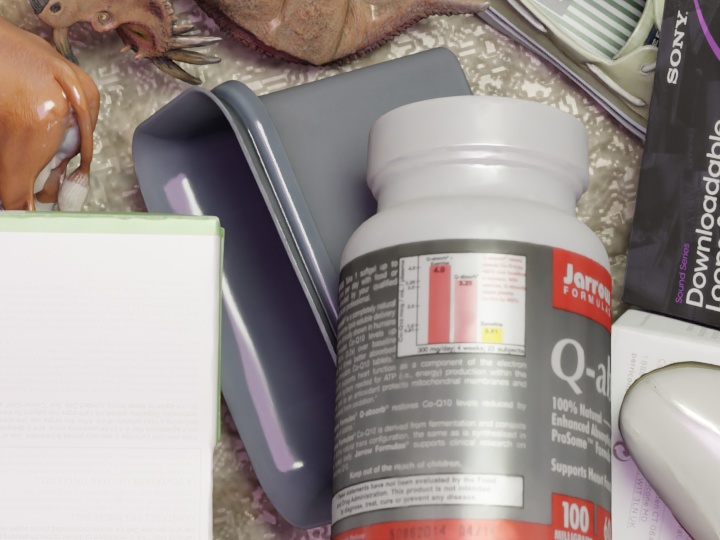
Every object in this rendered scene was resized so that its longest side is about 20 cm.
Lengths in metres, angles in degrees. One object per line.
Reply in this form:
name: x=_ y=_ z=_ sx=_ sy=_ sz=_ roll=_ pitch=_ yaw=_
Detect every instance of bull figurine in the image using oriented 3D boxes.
bull figurine: x=-0.190 y=-0.087 z=1.213 sx=0.065 sy=0.200 sz=0.122 roll=-18 pitch=130 yaw=-36

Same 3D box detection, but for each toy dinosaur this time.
toy dinosaur: x=-0.046 y=-0.133 z=1.233 sx=0.199 sy=0.086 sz=0.136 roll=22 pitch=93 yaw=-8

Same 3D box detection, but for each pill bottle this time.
pill bottle: x=0.047 y=0.038 z=1.085 sx=0.115 sy=0.116 sz=0.202 roll=1 pitch=74 yaw=1

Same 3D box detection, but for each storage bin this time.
storage bin: x=0.000 y=0.000 z=1.212 sx=0.134 sy=0.145 sz=0.201 roll=-21 pitch=88 yaw=-27

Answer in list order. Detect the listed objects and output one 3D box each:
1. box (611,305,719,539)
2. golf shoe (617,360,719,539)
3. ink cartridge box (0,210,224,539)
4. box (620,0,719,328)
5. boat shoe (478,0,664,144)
box: x=0.203 y=0.087 z=1.161 sx=0.198 sy=0.152 sz=0.107 roll=11 pitch=95 yaw=10
golf shoe: x=0.185 y=0.109 z=1.043 sx=0.200 sy=0.092 sz=0.073 roll=39 pitch=103 yaw=6
ink cartridge box: x=-0.133 y=0.075 z=1.137 sx=0.144 sy=0.048 sz=0.202 roll=1 pitch=90 yaw=-5
box: x=0.204 y=-0.036 z=1.117 sx=0.199 sy=0.036 sz=0.144 roll=14 pitch=100 yaw=44
boat shoe: x=0.130 y=-0.104 z=1.237 sx=0.199 sy=0.062 sz=0.072 roll=28 pitch=90 yaw=0
